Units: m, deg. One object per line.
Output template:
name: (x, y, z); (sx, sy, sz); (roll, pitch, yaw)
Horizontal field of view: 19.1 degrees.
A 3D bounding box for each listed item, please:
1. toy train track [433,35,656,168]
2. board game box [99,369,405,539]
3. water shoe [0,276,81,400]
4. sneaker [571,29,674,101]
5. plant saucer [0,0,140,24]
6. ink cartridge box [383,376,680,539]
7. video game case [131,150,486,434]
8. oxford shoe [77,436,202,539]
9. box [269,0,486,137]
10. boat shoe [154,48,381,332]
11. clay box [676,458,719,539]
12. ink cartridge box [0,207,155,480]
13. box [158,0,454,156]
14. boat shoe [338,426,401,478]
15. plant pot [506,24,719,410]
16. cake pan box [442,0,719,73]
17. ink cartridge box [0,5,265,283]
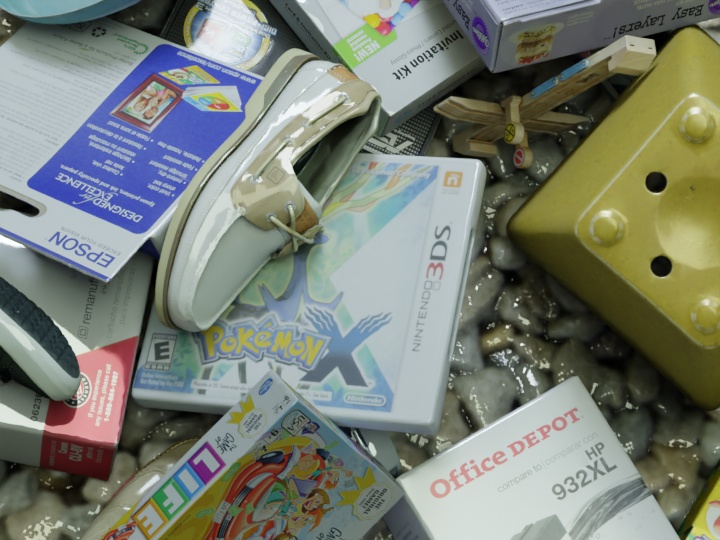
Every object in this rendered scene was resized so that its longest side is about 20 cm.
toy train track: (0.126, -0.104, 1.414); (0.115, 0.200, 0.033); (5, 71, -30)
board game box: (-0.082, 0.167, 1.287); (0.200, 0.134, 0.034); (-45, 47, 1)
water shoe: (-0.260, 0.027, 1.293); (0.200, 0.072, 0.079); (38, 98, 3)
sneaker: (0.163, -0.187, 1.508); (0.200, 0.082, 0.070); (36, 70, 4)
plant saucer: (-0.160, -0.232, 1.442); (0.200, 0.027, 0.200); (-20, 39, 18)
ink cartridge box: (0.124, 0.192, 1.369); (0.145, 0.084, 0.200); (-28, 78, -16)
video game case: (-0.032, 0.008, 1.350); (0.200, 0.022, 0.183); (4, 66, 18)
oxford shoe: (-0.146, 0.182, 1.332); (0.070, 0.075, 0.200); (36, 69, 4)
box: (0.015, -0.213, 1.469); (0.156, 0.041, 0.200); (-34, 81, -19)
boat shoe: (-0.057, -0.046, 1.329); (0.068, 0.075, 0.200); (22, 75, 24)
clay box: (0.296, 0.149, 1.432); (0.115, 0.048, 0.200); (34, 70, 2)
ink cartridge box: (-0.241, 0.038, 1.361); (0.200, 0.083, 0.145); (11, 70, -6)
box: (-0.025, -0.167, 1.490); (0.200, 0.044, 0.160); (25, 68, 0)
boat shoe: (-0.061, 0.070, 1.388); (0.091, 0.071, 0.200); (-29, 77, -16)
plant pot: (0.218, -0.033, 1.365); (0.194, 0.200, 0.196); (42, 96, 5)
cake pan box: (0.137, -0.226, 1.417); (0.200, 0.052, 0.184); (-17, 53, -19)
ink cartridge box: (-0.179, -0.079, 1.375); (0.197, 0.047, 0.200); (23, 55, 23)
